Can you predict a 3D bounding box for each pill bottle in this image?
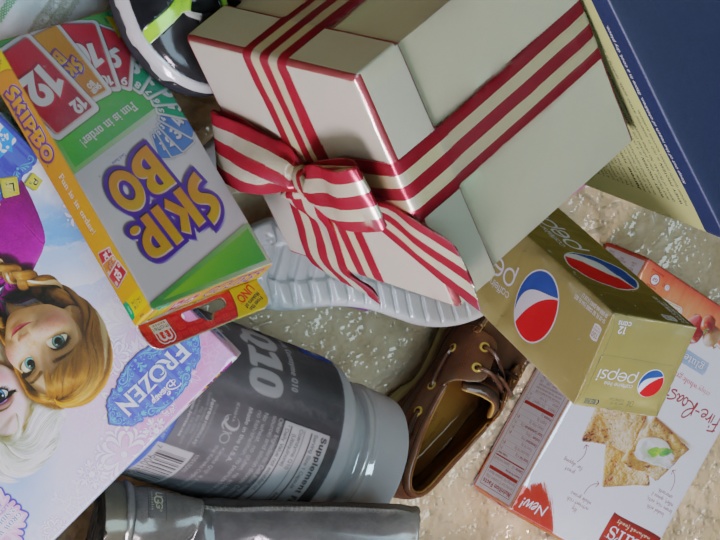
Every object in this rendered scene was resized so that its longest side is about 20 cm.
[{"bbox_3d":[-0.074,0.095,1.498,0.199,0.114,0.114,22,92,-33],"label":"pill bottle"}]

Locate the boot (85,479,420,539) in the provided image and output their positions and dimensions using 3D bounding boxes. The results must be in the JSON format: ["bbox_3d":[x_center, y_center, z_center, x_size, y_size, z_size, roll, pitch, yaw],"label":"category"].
[{"bbox_3d":[-0.075,0.197,1.490,0.199,0.073,0.182,3,141,-16],"label":"boot"}]

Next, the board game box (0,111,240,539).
[{"bbox_3d":[-0.208,0.048,1.379,0.200,0.041,0.200,45,92,-2],"label":"board game box"}]

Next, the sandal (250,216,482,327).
[{"bbox_3d":[0.001,-0.008,1.553,0.202,0.050,0.083,6,84,-31],"label":"sandal"}]

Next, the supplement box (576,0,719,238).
[{"bbox_3d":[0.175,-0.155,1.458,0.134,0.200,0.200,-38,119,-15],"label":"supplement box"}]

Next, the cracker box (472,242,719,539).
[{"bbox_3d":[0.186,0.101,1.680,0.134,0.058,0.201,30,89,-32],"label":"cracker box"}]

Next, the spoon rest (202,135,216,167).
[{"bbox_3d":[-0.127,-0.054,1.449,0.200,0.060,0.099,-58,159,-6],"label":"spoon rest"}]

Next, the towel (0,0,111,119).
[{"bbox_3d":[-0.210,-0.172,1.401,0.200,0.031,0.150,37,87,-34],"label":"towel"}]

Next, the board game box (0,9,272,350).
[{"bbox_3d":[-0.130,-0.055,1.370,0.095,0.030,0.201,-22,79,-41],"label":"board game box"}]

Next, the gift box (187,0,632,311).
[{"bbox_3d":[0.032,-0.085,1.378,0.187,0.184,0.201,-39,119,-24],"label":"gift box"}]

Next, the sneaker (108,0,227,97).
[{"bbox_3d":[-0.105,-0.201,1.382,0.072,0.083,0.201,-21,97,-51],"label":"sneaker"}]

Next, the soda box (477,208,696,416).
[{"bbox_3d":[0.121,0.013,1.480,0.067,0.200,0.064,10,111,-32],"label":"soda box"}]

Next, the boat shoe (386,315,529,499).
[{"bbox_3d":[0.078,0.074,1.605,0.200,0.068,0.072,-51,121,-8],"label":"boat shoe"}]

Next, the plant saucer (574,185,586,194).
[{"bbox_3d":[0.099,-0.140,1.567,0.200,0.051,0.202,-8,107,-28],"label":"plant saucer"}]

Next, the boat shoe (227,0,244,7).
[{"bbox_3d":[-0.051,-0.156,1.467,0.092,0.075,0.201,-11,102,-28],"label":"boat shoe"}]
